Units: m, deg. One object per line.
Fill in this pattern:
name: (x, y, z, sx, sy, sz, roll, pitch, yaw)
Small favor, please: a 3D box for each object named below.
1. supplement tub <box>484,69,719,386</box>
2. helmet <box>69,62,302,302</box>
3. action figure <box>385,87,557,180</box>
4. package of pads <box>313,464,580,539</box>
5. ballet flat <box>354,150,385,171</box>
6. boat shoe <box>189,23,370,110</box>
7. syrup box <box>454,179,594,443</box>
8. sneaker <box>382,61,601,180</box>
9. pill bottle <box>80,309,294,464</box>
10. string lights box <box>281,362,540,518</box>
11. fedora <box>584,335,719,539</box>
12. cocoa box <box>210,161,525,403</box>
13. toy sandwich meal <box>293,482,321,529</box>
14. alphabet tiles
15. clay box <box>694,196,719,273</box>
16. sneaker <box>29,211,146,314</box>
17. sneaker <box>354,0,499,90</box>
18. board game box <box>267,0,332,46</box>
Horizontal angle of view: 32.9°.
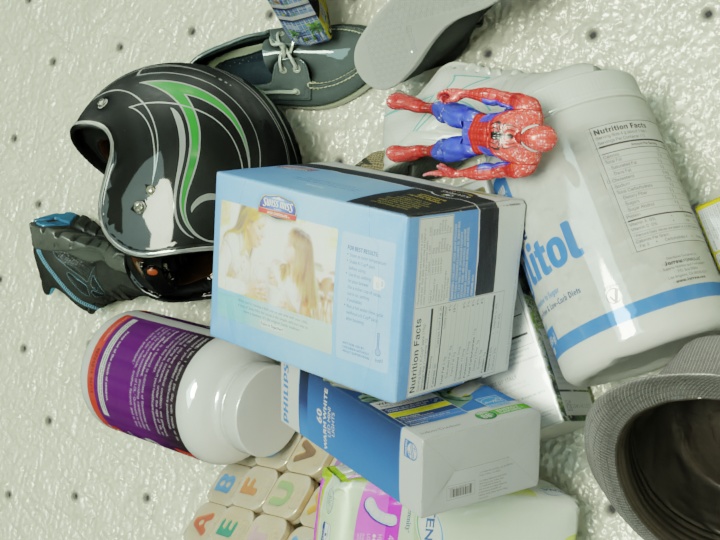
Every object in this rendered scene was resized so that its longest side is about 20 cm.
supplement tub: (0.178, -0.028, 0.894, 0.131, 0.132, 0.201, -27, 72, 25)
helmet: (-0.149, -0.084, 1.058, 0.199, 0.200, 0.192, -16, 71, 28)
action figure: (0.077, -0.098, 0.880, 0.200, 0.051, 0.066, 14, 101, 60)
package of pads: (0.060, 0.227, 0.913, 0.068, 0.198, 0.156, -173, 92, -74)
ballet flat: (-0.027, -0.013, 1.045, 0.068, 0.075, 0.201, 33, 101, 30)
boat shoe: (-0.069, -0.183, 1.096, 0.199, 0.062, 0.074, -4, 83, 30)
syrup box: (0.110, 0.035, 0.957, 0.081, 0.079, 0.202, -24, 73, 26)
sneaker: (0.100, -0.138, 0.988, 0.199, 0.070, 0.081, -16, 70, 27)
pill bottle: (-0.147, 0.103, 1.066, 0.199, 0.112, 0.113, 10, 90, 42)
string lights box: (0.030, 0.109, 0.902, 0.200, 0.102, 0.060, 23, 117, 55)
fedora: (0.249, 0.115, 0.828, 0.176, 0.091, 0.201, -12, 121, 34)
cocoa box: (0.000, 0.000, 0.898, 0.199, 0.131, 0.135, 15, 108, 42)
toy sandwich meal: (-0.006, 0.272, 1.005, 0.204, 0.070, 0.207, -4, 83, 30)
alphabet tiles: (-0.071, 0.185, 1.013, 0.195, 0.015, 0.201, -1, 52, 54)
clay box: (0.347, -0.030, 0.842, 0.199, 0.047, 0.116, -25, 73, 25)
sneaker: (-0.237, 0.002, 1.183, 0.199, 0.073, 0.083, 17, 115, 32)
sneaker: (0.083, -0.228, 0.979, 0.071, 0.099, 0.200, 50, 123, 2)
board game box: (-0.097, -0.318, 1.018, 0.061, 0.200, 0.201, -17, 59, 13)
